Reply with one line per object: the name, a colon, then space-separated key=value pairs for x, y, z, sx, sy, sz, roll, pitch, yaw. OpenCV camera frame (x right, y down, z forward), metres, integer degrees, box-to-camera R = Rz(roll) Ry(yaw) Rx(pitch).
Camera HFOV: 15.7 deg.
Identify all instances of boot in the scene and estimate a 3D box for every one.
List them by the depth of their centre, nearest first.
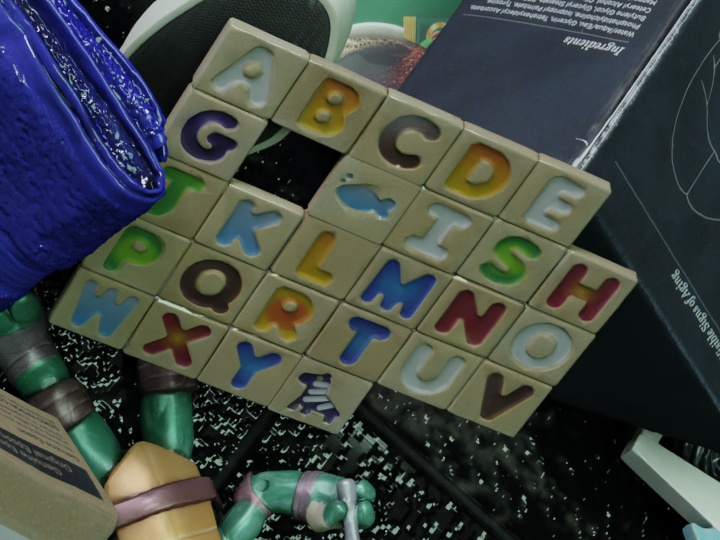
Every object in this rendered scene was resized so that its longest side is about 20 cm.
boot: x=-0.055 y=-0.104 z=1.060 sx=0.072 sy=0.200 sz=0.145 roll=33 pitch=49 yaw=-14

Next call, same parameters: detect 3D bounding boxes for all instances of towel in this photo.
towel: x=-0.165 y=-0.054 z=1.021 sx=0.148 sy=0.200 sz=0.050 roll=54 pitch=46 yaw=-3

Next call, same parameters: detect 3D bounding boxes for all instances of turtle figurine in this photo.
turtle figurine: x=-0.083 y=0.098 z=1.089 sx=0.149 sy=0.101 sz=0.201 roll=-14 pitch=74 yaw=-37

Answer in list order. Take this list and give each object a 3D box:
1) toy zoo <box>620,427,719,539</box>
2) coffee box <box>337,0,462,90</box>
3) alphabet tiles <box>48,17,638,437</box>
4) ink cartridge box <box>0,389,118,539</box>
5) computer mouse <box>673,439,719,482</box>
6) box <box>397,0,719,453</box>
toy zoo: x=0.209 y=0.064 z=1.219 sx=0.131 sy=0.020 sz=0.200 roll=32 pitch=70 yaw=-3
coffee box: x=0.050 y=-0.154 z=1.180 sx=0.123 sy=0.044 sz=0.201 roll=13 pitch=92 yaw=-20
alphabet tiles: x=0.000 y=0.000 z=1.036 sx=0.199 sy=0.167 sz=0.008 roll=22 pitch=37 yaw=-18
ink cartridge box: x=-0.217 y=0.116 z=0.972 sx=0.200 sy=0.075 sz=0.165 roll=-49 pitch=134 yaw=8
computer mouse: x=0.246 y=0.126 z=1.250 sx=0.138 sy=0.053 sz=0.200 roll=-31 pitch=84 yaw=-20
box: x=0.138 y=-0.061 z=1.143 sx=0.197 sy=0.124 sz=0.200 roll=-55 pitch=133 yaw=-21
